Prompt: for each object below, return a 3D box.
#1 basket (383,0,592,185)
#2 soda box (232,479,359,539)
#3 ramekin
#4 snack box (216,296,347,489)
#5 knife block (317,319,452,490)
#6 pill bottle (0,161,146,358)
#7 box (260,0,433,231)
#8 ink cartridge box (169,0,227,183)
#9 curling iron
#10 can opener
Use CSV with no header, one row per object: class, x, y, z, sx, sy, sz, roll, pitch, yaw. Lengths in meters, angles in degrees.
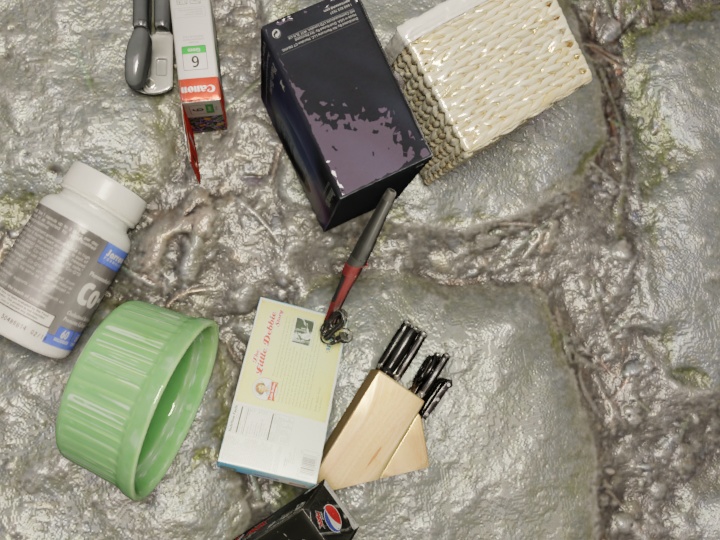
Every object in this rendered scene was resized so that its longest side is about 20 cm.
basket,0.138,-0.234,0.826,0.198,0.198,0.163,-32,92,-10
soda box,-0.098,0.317,0.748,0.199,0.063,0.071,-39,88,24
ramekin,-0.239,0.132,0.734,0.096,0.200,0.204,21,81,3
snack box,-0.089,0.140,0.799,0.113,0.037,0.204,15,62,-6
knife block,0.019,0.159,0.830,0.195,0.064,0.180,-10,85,-8
pill bottle,-0.336,-0.014,0.775,0.112,0.114,0.203,29,81,-4
box,-0.027,-0.173,0.792,0.121,0.200,0.202,-26,87,-10
ink cartridge box,-0.191,-0.220,0.820,0.049,0.109,0.205,-7,85,-8
curling iron,0.000,0.000,0.779,0.025,0.049,0.203,4,116,-46
can opener,-0.262,-0.319,0.848,0.051,0.067,0.205,0,79,-6
